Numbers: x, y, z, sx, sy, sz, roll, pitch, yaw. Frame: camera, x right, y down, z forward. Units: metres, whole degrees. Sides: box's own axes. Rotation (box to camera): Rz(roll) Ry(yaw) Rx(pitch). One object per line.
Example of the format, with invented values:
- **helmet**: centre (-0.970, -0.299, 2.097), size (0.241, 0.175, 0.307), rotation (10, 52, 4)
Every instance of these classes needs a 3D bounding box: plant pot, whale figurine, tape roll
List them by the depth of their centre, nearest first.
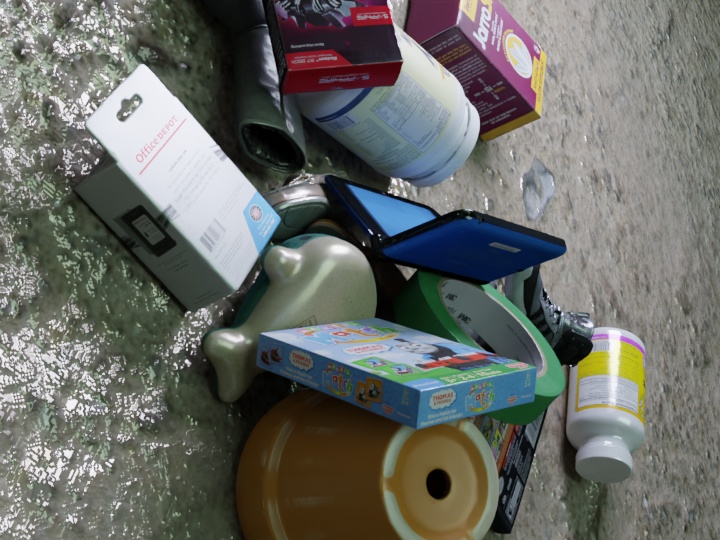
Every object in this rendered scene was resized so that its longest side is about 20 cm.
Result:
- **plant pot**: centre (0.018, 0.194, 0.964), size (0.200, 0.183, 0.200), rotation (8, 74, -32)
- **whale figurine**: centre (-0.078, 0.044, 1.051), size (0.200, 0.104, 0.159), rotation (-35, 126, -30)
- **tape roll**: centre (0.127, 0.075, 1.152), size (0.200, 0.048, 0.200), rotation (34, 23, -16)

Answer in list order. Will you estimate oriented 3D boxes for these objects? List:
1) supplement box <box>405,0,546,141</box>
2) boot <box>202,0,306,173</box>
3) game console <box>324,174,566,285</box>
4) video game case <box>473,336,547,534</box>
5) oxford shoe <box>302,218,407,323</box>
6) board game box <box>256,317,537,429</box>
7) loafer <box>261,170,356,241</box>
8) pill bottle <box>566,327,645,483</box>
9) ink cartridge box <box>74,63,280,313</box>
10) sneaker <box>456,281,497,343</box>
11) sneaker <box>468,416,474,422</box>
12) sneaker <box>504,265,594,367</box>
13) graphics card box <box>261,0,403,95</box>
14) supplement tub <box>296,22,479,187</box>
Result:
- **supplement box**: centre (0.160, -0.298, 1.499), size (0.200, 0.103, 0.131), rotation (38, 47, -33)
- **boot**: centre (-0.122, -0.220, 1.129), size (0.182, 0.073, 0.200), rotation (33, 48, -38)
- **game console**: centre (0.091, -0.059, 1.141), size (0.200, 0.171, 0.118), rotation (12, 63, -48)
- **video game case**: centre (0.166, 0.177, 1.279), size (0.181, 0.025, 0.200), rotation (61, 40, -37)
- **oxford shoe**: centre (0.000, 0.000, 1.185), size (0.200, 0.071, 0.071), rotation (49, 35, -41)
- **board game box**: centre (0.029, 0.085, 0.950), size (0.151, 0.200, 0.037), rotation (-5, 103, -44)
- **loafer**: centre (-0.059, -0.075, 1.155), size (0.063, 0.072, 0.200), rotation (57, 28, 15)
- **pill bottle**: centre (0.335, 0.184, 1.473), size (0.104, 0.104, 0.200), rotation (40, 45, -32)
- **ink cartridge box**: centre (-0.177, -0.075, 0.994), size (0.200, 0.067, 0.116), rotation (50, 40, -20)
- **sneaker**: centre (0.145, 0.037, 1.350), size (0.116, 0.075, 0.200), rotation (58, 44, -26)
- **sneaker**: centre (0.080, 0.184, 1.116), size (0.073, 0.085, 0.200), rotation (11, 66, -50)
- **sneaker**: centre (0.234, 0.051, 1.338), size (0.076, 0.114, 0.200), rotation (-82, 172, -46)
- **graphics card box**: centre (-0.038, -0.285, 1.123), size (0.125, 0.051, 0.200), rotation (-7, 71, -15)
- **supplement tub**: centre (0.030, -0.197, 1.252), size (0.200, 0.145, 0.145), rotation (33, 49, -38)
